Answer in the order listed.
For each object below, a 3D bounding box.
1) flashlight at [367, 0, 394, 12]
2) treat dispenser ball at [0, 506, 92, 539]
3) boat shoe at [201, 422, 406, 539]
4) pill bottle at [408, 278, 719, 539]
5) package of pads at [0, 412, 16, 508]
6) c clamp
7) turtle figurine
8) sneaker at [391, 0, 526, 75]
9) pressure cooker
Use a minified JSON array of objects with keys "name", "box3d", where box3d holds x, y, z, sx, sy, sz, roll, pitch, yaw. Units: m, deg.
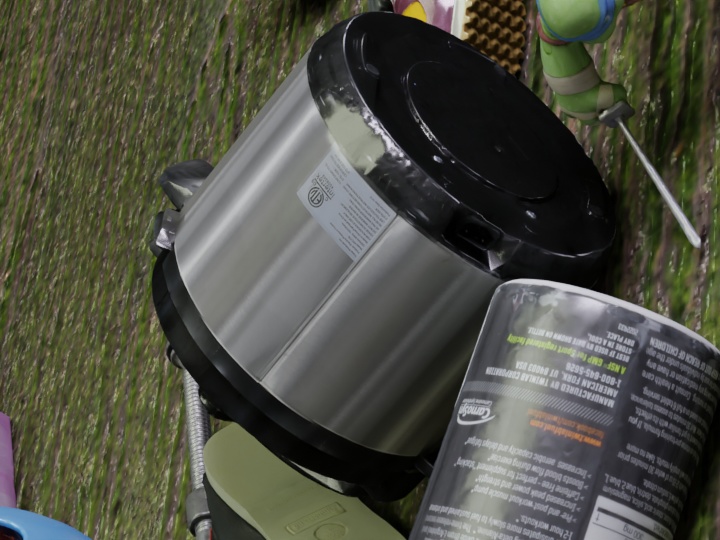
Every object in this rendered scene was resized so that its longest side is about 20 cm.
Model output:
[{"name":"flashlight","box3d":[0.025,-0.206,1.642,0.068,0.068,0.201,-43,33,32]},{"name":"treat dispenser ball","box3d":[-0.197,0.223,1.538,0.201,0.200,0.202,-42,34,38]},{"name":"boat shoe","box3d":[-0.019,0.150,1.433,0.201,0.073,0.063,-131,29,-50]},{"name":"pill bottle","box3d":[0.074,0.113,1.235,0.106,0.106,0.201,1,68,62]},{"name":"package of pads","box3d":[-0.275,0.147,1.838,0.076,0.120,0.200,-51,29,26]},{"name":"c clamp","box3d":[-0.078,0.075,1.638,0.171,0.027,0.201,-45,33,35]},{"name":"turtle figurine","box3d":[0.151,-0.127,1.336,0.194,0.199,0.144,-65,-5,-49]},{"name":"sneaker","box3d":[0.031,-0.165,1.523,0.090,0.075,0.201,-3,81,27]},{"name":"pressure cooker","box3d":[-0.002,0.000,1.393,0.200,0.178,0.176,-50,33,26]}]
